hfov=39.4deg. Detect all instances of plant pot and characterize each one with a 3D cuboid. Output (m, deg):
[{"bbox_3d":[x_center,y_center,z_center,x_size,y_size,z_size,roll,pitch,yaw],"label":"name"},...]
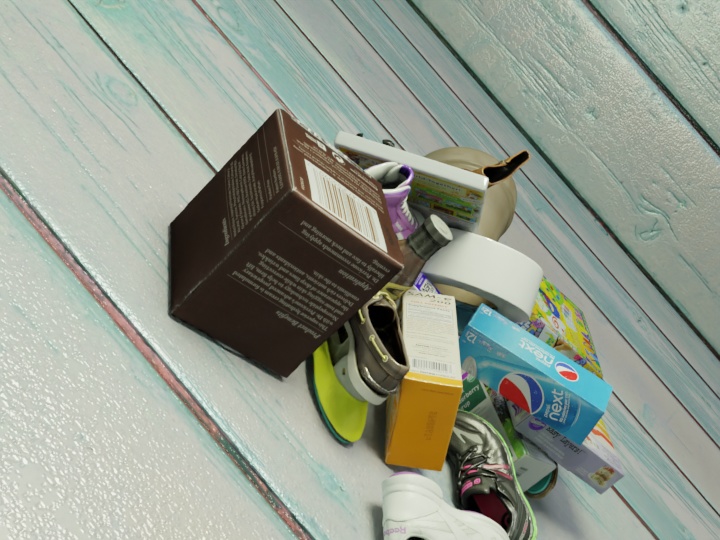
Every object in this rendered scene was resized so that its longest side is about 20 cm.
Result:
[{"bbox_3d":[0.162,-0.080,1.709,0.200,0.199,0.174,39,39,-21],"label":"plant pot"}]

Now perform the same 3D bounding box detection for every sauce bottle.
[{"bbox_3d":[0.030,0.009,1.261,0.066,0.200,0.066,38,26,-22],"label":"sauce bottle"}]

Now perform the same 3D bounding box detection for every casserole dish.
[{"bbox_3d":[0.136,0.072,1.472,0.120,0.039,0.200,20,-2,1],"label":"casserole dish"}]

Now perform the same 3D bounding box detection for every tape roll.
[{"bbox_3d":[0.155,0.006,1.426,0.200,0.072,0.203,19,-11,4],"label":"tape roll"}]

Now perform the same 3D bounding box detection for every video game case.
[{"bbox_3d":[0.065,-0.108,1.318,0.198,0.023,0.182,19,-16,8],"label":"video game case"}]

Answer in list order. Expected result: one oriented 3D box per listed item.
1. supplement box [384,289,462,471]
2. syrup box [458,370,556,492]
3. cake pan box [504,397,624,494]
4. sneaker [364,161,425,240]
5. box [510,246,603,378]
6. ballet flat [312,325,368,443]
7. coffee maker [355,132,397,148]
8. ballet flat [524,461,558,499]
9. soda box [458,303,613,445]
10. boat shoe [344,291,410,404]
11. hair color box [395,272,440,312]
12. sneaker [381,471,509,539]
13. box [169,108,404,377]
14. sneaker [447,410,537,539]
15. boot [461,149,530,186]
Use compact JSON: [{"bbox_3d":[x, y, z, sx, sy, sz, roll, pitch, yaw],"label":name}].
[{"bbox_3d":[0.074,0.129,1.228,0.073,0.127,0.201,9,28,-2],"label":"supplement box"},{"bbox_3d":[0.184,0.203,1.392,0.081,0.079,0.201,27,30,-41],"label":"syrup box"},{"bbox_3d":[0.268,0.189,1.405,0.199,0.052,0.185,38,22,-24],"label":"cake pan box"},{"bbox_3d":[0.046,-0.080,1.265,0.200,0.114,0.073,1,52,-54],"label":"sneaker"},{"bbox_3d":[0.288,0.101,1.703,0.192,0.122,0.201,40,23,-20],"label":"box"},{"bbox_3d":[-0.022,0.105,1.180,0.067,0.067,0.201,29,29,-36],"label":"ballet flat"},{"bbox_3d":[0.027,-0.080,1.538,0.200,0.134,0.193,40,48,-18],"label":"coffee maker"},{"bbox_3d":[0.246,0.261,1.457,0.073,0.067,0.201,56,9,-37],"label":"ballet flat"},{"bbox_3d":[0.215,0.131,1.278,0.199,0.065,0.068,32,31,8],"label":"soda box"},{"bbox_3d":[0.017,0.061,1.154,0.072,0.059,0.201,33,28,-29],"label":"boat shoe"},{"bbox_3d":[0.000,0.000,1.340,0.200,0.109,0.065,48,22,-1],"label":"hair color box"},{"bbox_3d":[0.090,0.300,1.092,0.199,0.075,0.100,36,43,-29],"label":"sneaker"},{"bbox_3d":[-0.086,-0.029,1.102,0.165,0.200,0.165,34,25,-32],"label":"box"},{"bbox_3d":[0.152,0.257,1.248,0.084,0.077,0.201,23,32,-54],"label":"sneaker"},{"bbox_3d":[0.162,-0.134,1.446,0.187,0.199,0.069,-24,86,-43],"label":"boot"}]
